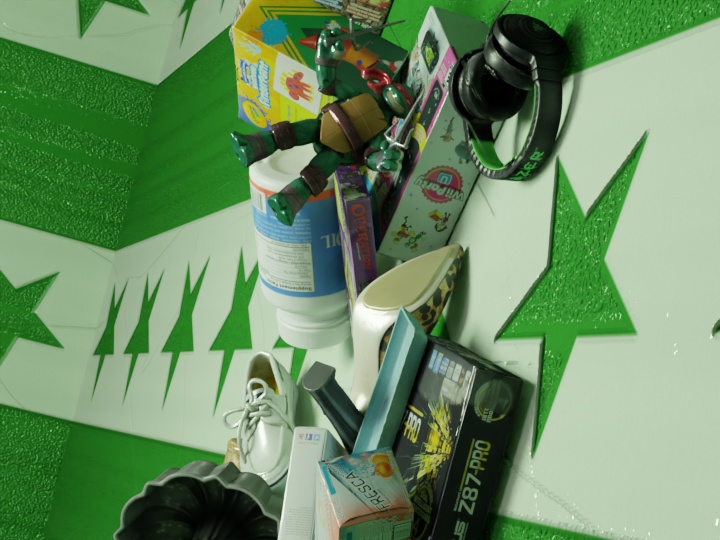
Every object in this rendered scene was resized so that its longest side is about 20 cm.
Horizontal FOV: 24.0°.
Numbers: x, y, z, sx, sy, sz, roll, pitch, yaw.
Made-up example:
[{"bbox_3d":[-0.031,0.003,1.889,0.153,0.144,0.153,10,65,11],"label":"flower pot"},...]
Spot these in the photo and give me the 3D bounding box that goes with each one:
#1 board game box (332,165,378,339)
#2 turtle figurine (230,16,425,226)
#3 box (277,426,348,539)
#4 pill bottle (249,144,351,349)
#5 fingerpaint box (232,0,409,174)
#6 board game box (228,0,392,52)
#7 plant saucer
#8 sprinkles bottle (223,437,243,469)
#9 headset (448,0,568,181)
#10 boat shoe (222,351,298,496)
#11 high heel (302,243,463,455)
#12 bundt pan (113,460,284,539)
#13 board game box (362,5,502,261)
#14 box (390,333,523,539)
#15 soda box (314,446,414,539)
[{"bbox_3d":[0.000,0.000,1.631,0.120,0.032,0.201,-98,1,-64],"label":"board game box"},{"bbox_3d":[-0.012,-0.133,1.555,0.150,0.199,0.101,52,169,22],"label":"turtle figurine"},{"bbox_3d":[-0.038,0.258,1.527,0.144,0.036,0.202,56,-140,-62],"label":"box"},{"bbox_3d":[-0.052,-0.025,1.747,0.112,0.111,0.201,-104,8,-59],"label":"pill bottle"},{"bbox_3d":[-0.041,-0.190,1.731,0.074,0.166,0.200,-58,-10,-19],"label":"fingerpaint box"},{"bbox_3d":[-0.049,-0.338,2.013,0.097,0.158,0.201,-114,43,-65],"label":"board game box"},{"bbox_3d":[0.017,0.135,1.460,0.070,0.019,0.201,-119,46,-72],"label":"plant saucer"},{"bbox_3d":[-0.145,0.294,1.923,0.068,0.068,0.202,-153,79,-73],"label":"sprinkles bottle"},{"bbox_3d":[0.112,-0.175,1.444,0.123,0.093,0.202,-41,50,55],"label":"headset"},{"bbox_3d":[-0.106,0.157,1.846,0.074,0.086,0.203,-19,34,15],"label":"boat shoe"},{"bbox_3d":[0.044,0.080,1.542,0.200,0.143,0.071,-46,41,-15],"label":"high heel"},{"bbox_3d":[-0.150,0.284,1.760,0.076,0.201,0.203,-55,-11,-65],"label":"bundt pan"},{"bbox_3d":[0.069,-0.127,1.607,0.148,0.064,0.201,-104,32,-58],"label":"board game box"},{"bbox_3d":[0.065,0.145,1.398,0.200,0.049,0.162,-151,78,-75],"label":"box"},{"bbox_3d":[0.000,0.234,1.375,0.201,0.063,0.069,94,161,-45],"label":"soda box"}]
